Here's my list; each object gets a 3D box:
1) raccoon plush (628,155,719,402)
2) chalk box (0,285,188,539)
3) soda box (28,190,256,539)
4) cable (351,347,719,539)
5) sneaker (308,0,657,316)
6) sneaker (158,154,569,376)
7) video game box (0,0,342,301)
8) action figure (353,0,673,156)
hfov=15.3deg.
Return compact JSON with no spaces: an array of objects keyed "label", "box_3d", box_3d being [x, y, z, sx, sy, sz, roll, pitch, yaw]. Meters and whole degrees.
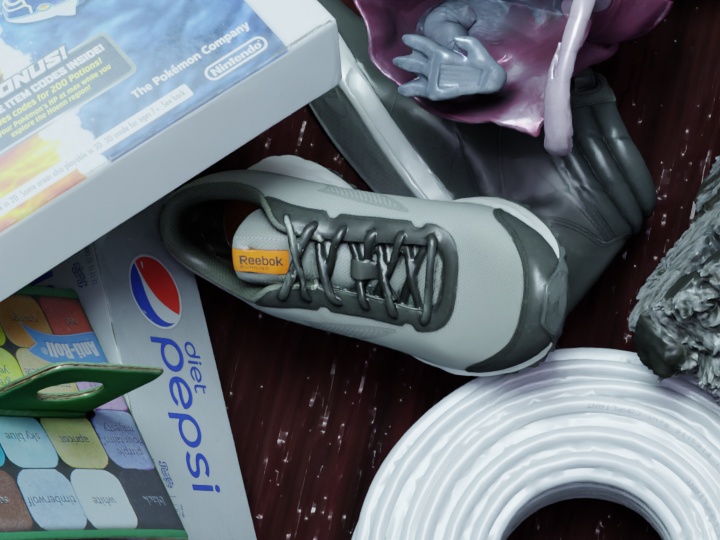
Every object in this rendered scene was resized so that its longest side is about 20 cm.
[{"label":"raccoon plush","box_3d":[0.198,0.014,1.088,0.134,0.097,0.200,44,42,-7]},{"label":"chalk box","box_3d":[-0.163,0.083,1.046,0.200,0.125,0.124,-42,62,27]},{"label":"soda box","box_3d":[-0.101,0.054,1.122,0.063,0.068,0.201,-24,72,31]},{"label":"cable","box_3d":[0.092,0.132,1.097,0.199,0.069,0.201,-16,74,-1]},{"label":"sneaker","box_3d":[0.048,-0.070,1.160,0.099,0.071,0.200,-37,78,-12]},{"label":"sneaker","box_3d":[0.000,0.000,1.093,0.199,0.079,0.074,13,102,40]},{"label":"video game box","box_3d":[-0.138,-0.091,1.032,0.200,0.047,0.182,-34,60,-18]},{"label":"action figure","box_3d":[0.082,-0.125,1.068,0.148,0.200,0.135,22,107,34]}]
